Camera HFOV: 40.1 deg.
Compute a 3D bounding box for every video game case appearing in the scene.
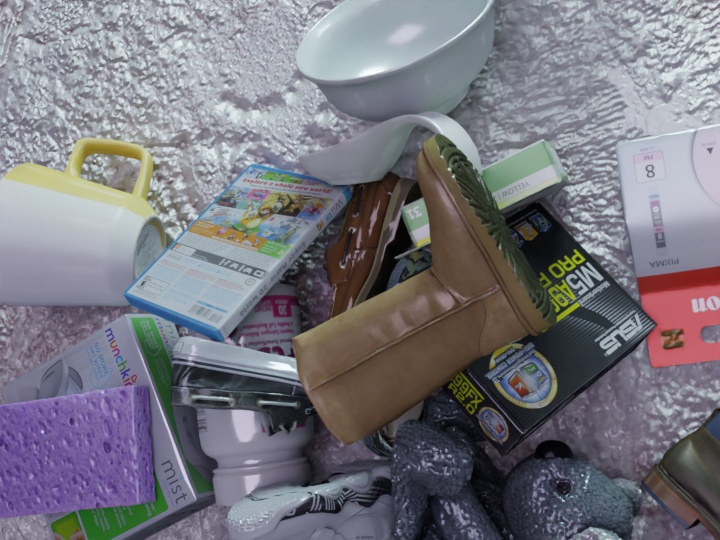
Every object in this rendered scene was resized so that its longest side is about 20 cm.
[{"bbox_3d":[-0.118,-0.025,0.954,0.142,0.018,0.200,16,54,40],"label":"video game case"}]

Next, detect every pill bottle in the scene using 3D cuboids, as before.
[{"bbox_3d":[-0.105,0.121,0.967,0.112,0.113,0.203,-10,82,18],"label":"pill bottle"}]

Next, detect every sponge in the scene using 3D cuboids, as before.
[{"bbox_3d":[-0.296,0.181,0.973,0.198,0.030,0.113,-10,81,21],"label":"sponge"}]

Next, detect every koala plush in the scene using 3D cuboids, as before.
[{"bbox_3d":[0.142,0.211,0.851,0.197,0.177,0.186,2,98,19],"label":"koala plush"}]

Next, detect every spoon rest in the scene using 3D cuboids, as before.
[{"bbox_3d":[0.024,-0.110,0.897,0.199,0.099,0.061,6,105,47],"label":"spoon rest"}]

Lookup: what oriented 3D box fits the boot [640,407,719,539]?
[{"bbox_3d":[0.342,0.207,0.822,0.199,0.075,0.097,38,101,20],"label":"boot"}]

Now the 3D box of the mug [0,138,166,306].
[{"bbox_3d":[-0.287,-0.046,1.035,0.151,0.149,0.189,8,94,12],"label":"mug"}]

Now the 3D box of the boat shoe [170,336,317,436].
[{"bbox_3d":[-0.076,0.113,0.888,0.198,0.072,0.072,13,82,-12],"label":"boat shoe"}]

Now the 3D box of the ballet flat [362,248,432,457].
[{"bbox_3d":[0.050,0.082,0.936,0.073,0.074,0.203,11,94,20],"label":"ballet flat"}]

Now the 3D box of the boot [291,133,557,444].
[{"bbox_3d":[0.026,0.019,0.758,0.199,0.066,0.176,-30,89,22],"label":"boot"}]

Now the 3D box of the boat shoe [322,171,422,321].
[{"bbox_3d":[0.000,0.000,0.969,0.067,0.072,0.202,17,81,24],"label":"boat shoe"}]

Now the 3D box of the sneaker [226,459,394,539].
[{"bbox_3d":[-0.031,0.246,0.895,0.075,0.199,0.117,-6,90,44],"label":"sneaker"}]

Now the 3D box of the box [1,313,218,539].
[{"bbox_3d":[-0.247,0.174,1.023,0.175,0.097,0.202,-28,76,17],"label":"box"}]

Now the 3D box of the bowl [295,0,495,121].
[{"bbox_3d":[0.046,-0.200,0.934,0.199,0.091,0.202,-18,37,14],"label":"bowl"}]

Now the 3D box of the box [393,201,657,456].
[{"bbox_3d":[0.139,0.042,0.854,0.160,0.199,0.044,48,143,18],"label":"box"}]

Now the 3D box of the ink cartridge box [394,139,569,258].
[{"bbox_3d":[0.104,-0.063,0.863,0.144,0.200,0.048,-25,86,15],"label":"ink cartridge box"}]

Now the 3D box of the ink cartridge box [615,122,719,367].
[{"bbox_3d":[0.319,-0.026,0.866,0.161,0.057,0.203,-9,78,18],"label":"ink cartridge box"}]
